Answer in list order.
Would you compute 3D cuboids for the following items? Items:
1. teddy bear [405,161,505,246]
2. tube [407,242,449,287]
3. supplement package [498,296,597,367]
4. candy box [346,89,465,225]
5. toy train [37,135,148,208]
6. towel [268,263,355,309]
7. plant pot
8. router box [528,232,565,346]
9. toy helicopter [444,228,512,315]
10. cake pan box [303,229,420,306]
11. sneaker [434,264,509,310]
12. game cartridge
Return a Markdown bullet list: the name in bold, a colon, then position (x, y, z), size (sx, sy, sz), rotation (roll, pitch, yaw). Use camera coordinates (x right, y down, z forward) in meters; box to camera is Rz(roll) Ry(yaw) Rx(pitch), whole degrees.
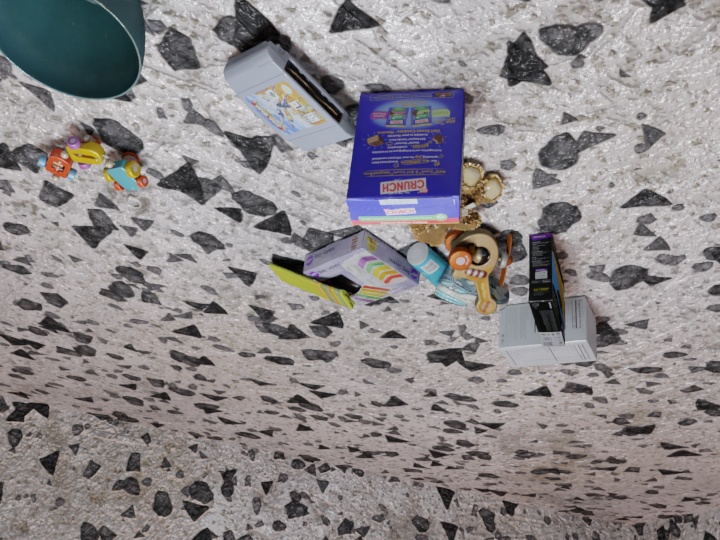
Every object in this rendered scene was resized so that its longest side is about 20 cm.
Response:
- **teddy bear**: position (0.168, -0.125, 1.274), size (0.143, 0.068, 0.201), rotation (7, 145, -17)
- **tube**: position (0.169, 0.005, 1.507), size (0.077, 0.051, 0.200), rotation (-13, 149, 30)
- **supplement package**: position (0.429, 0.143, 1.611), size (0.197, 0.111, 0.114), rotation (-9, 146, 27)
- **candy box**: position (0.073, -0.171, 1.065), size (0.166, 0.203, 0.077), rotation (1, 150, 12)
- **toy train**: position (-0.490, -0.196, 1.312), size (0.198, 0.056, 0.150), rotation (23, 148, -18)
- **towel**: position (-0.108, 0.031, 1.566), size (0.198, 0.018, 0.086), rotation (20, 160, 24)
- **plant pot**: position (-0.372, -0.348, 0.935), size (0.197, 0.137, 0.201), rotation (6, 150, 3)
- **router box**: position (0.375, 0.042, 1.412), size (0.050, 0.151, 0.200), rotation (-4, 149, 21)
- **toy helicopter**: position (0.248, 0.003, 1.406), size (0.130, 0.079, 0.202), rotation (-14, 123, 7)
- **cake pan box**: position (0.000, 0.000, 1.531), size (0.198, 0.053, 0.183), rotation (-19, 138, 40)
- **sneaker**: position (0.252, 0.031, 1.496), size (0.198, 0.087, 0.077), rotation (6, -160, -37)
- **game cartridge**: position (-0.111, -0.261, 1.091), size (0.132, 0.042, 0.199), rotation (-10, 142, 43)
